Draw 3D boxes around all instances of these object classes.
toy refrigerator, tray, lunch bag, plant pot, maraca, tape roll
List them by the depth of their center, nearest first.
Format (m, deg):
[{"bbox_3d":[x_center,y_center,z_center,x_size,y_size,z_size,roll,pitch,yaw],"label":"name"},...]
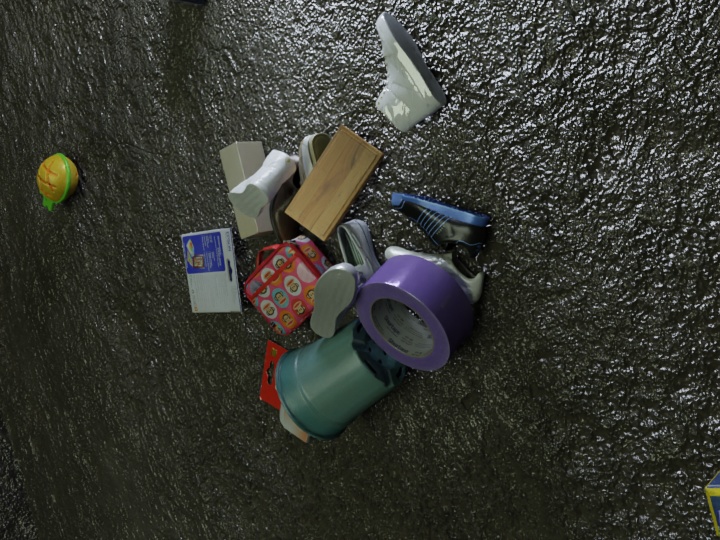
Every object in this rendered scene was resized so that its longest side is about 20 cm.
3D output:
[{"bbox_3d":[0.095,0.076,1.293,0.199,0.085,0.201,29,144,23],"label":"tape roll"},{"bbox_3d":[-0.050,-0.166,1.395,0.098,0.037,0.200,36,101,6],"label":"tray"},{"bbox_3d":[-0.029,0.200,1.421,0.196,0.200,0.201,-36,75,32],"label":"plant pot"},{"bbox_3d":[-0.150,0.022,1.529,0.176,0.082,0.200,51,127,3],"label":"lunch bag"},{"bbox_3d":[-0.242,-0.176,1.598,0.070,0.076,0.201,-16,89,42],"label":"toy refrigerator"},{"bbox_3d":[-0.894,-0.258,2.128,0.200,0.107,0.138,-34,68,40],"label":"maraca"}]

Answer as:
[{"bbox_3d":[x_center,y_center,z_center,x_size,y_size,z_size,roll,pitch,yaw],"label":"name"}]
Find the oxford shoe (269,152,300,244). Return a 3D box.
[{"bbox_3d":[-0.141,-0.142,1.519,0.084,0.072,0.201,12,107,37],"label":"oxford shoe"}]

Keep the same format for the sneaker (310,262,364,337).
[{"bbox_3d":[-0.033,0.026,1.340,0.073,0.116,0.200,30,141,4],"label":"sneaker"}]

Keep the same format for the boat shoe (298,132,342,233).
[{"bbox_3d":[-0.080,-0.172,1.467,0.068,0.074,0.201,1,98,54],"label":"boat shoe"}]

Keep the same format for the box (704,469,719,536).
[{"bbox_3d":[0.516,0.276,0.942,0.070,0.199,0.065,-15,88,42],"label":"box"}]

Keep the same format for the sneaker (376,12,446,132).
[{"bbox_3d":[0.057,-0.346,1.294,0.115,0.074,0.201,-35,77,36],"label":"sneaker"}]

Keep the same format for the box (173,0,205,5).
[{"bbox_3d":[-0.408,-0.716,1.615,0.148,0.107,0.201,35,119,31],"label":"box"}]

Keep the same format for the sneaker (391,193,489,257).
[{"bbox_3d":[0.132,-0.084,1.293,0.199,0.070,0.078,22,106,35],"label":"sneaker"}]

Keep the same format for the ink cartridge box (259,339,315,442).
[{"bbox_3d":[-0.164,0.267,1.636,0.199,0.050,0.163,23,113,32],"label":"ink cartridge box"}]

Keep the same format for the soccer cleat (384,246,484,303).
[{"bbox_3d":[0.135,-0.007,1.314,0.199,0.069,0.078,30,112,25],"label":"soccer cleat"}]

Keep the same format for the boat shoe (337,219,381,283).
[{"bbox_3d":[0.000,0.000,1.427,0.073,0.067,0.201,-28,80,41],"label":"boat shoe"}]

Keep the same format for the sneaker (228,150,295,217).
[{"bbox_3d":[-0.191,-0.176,1.464,0.074,0.116,0.200,45,158,-17],"label":"sneaker"}]

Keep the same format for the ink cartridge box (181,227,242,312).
[{"bbox_3d":[-0.345,0.002,1.747,0.199,0.047,0.199,-4,95,40],"label":"ink cartridge box"}]
